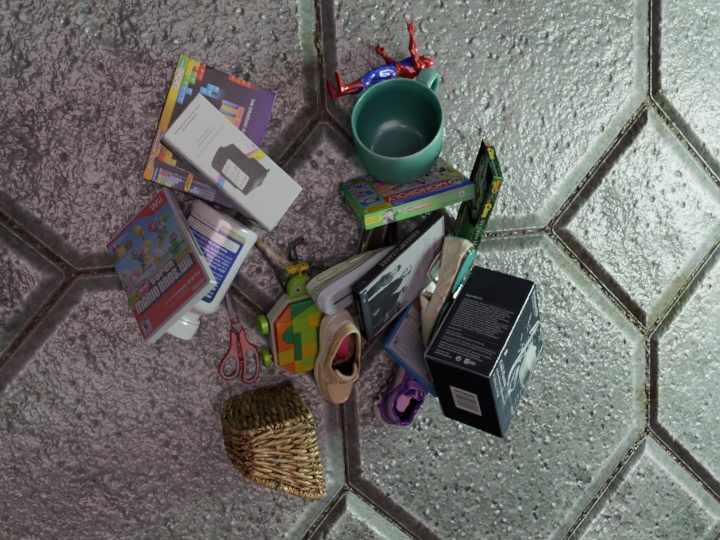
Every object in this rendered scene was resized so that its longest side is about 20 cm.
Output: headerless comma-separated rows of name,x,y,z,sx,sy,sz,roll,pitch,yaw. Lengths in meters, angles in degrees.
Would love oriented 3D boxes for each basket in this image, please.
basket,-0.148,0.291,1.150,0.140,0.200,0.152,-13,101,-15

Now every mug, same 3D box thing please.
mug,0.077,-0.230,1.175,0.183,0.115,0.154,-26,68,-6

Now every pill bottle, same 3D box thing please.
pill bottle,-0.261,0.001,1.122,0.119,0.120,0.202,30,89,-17

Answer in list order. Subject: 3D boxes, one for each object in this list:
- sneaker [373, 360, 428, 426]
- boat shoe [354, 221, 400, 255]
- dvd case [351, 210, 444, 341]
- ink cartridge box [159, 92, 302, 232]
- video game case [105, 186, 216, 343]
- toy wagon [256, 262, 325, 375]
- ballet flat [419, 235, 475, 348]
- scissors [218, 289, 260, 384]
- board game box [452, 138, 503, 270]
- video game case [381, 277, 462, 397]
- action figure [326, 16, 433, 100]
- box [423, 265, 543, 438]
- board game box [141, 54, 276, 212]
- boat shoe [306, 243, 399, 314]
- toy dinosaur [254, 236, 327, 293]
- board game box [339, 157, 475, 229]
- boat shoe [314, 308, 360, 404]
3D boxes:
sneaker,0.094,0.194,1.266,0.079,0.088,0.203,22,90,-16
boat shoe,0.027,-0.023,1.231,0.071,0.060,0.206,8,95,-17
dvd case,0.069,0.011,1.173,0.200,0.025,0.151,-42,150,-21
ink cartridge box,-0.196,-0.157,1.050,0.200,0.146,0.083,42,84,-18
video game case,-0.308,-0.011,1.070,0.143,0.201,0.017,-40,150,13
toy wagon,-0.098,0.084,1.187,0.153,0.040,0.203,-15,125,-22
ballet flat,0.136,0.034,1.204,0.062,0.067,0.203,27,107,20
scissors,-0.207,0.097,1.208,0.072,0.014,0.204,0,96,-13
board game box,0.196,-0.108,1.194,0.023,0.106,0.202,3,135,-10
video game case,0.136,0.102,1.261,0.143,0.018,0.201,43,61,-16
action figure,0.034,-0.358,1.181,0.197,0.065,0.101,-17,94,-24
box,0.218,0.139,1.202,0.198,0.122,0.201,-58,146,-29
board game box,-0.243,-0.217,1.132,0.163,0.057,0.203,17,92,-16
boat shoe,0.000,0.000,1.156,0.198,0.062,0.073,-28,143,-30
toy dinosaur,-0.113,-0.004,1.205,0.088,0.047,0.201,-36,102,-2
board game box,0.077,-0.134,1.193,0.197,0.135,0.030,-17,122,-13
boat shoe,-0.034,0.161,1.199,0.073,0.069,0.203,-18,130,-24
